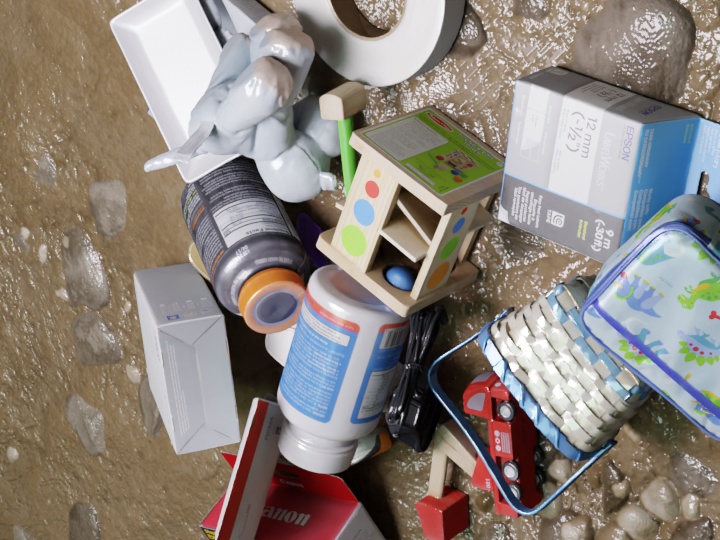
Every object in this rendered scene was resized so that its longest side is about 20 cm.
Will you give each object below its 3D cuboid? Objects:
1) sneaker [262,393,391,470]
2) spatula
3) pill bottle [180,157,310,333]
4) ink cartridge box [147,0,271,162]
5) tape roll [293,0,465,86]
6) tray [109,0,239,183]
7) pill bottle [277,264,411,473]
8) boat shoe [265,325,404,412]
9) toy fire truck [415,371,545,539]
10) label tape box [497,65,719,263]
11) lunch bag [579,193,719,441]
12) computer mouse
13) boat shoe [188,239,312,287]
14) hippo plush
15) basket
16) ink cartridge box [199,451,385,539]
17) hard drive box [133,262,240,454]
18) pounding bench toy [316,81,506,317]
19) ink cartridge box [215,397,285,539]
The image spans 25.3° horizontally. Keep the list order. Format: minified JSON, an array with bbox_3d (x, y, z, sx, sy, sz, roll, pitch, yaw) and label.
[{"bbox_3d":[-0.053,0.175,1.808,0.200,0.076,0.092,-7,97,41],"label":"sneaker"},{"bbox_3d":[0.000,0.000,1.720,0.200,0.021,0.057,31,138,26],"label":"spatula"},{"bbox_3d":[-0.118,-0.023,1.706,0.200,0.106,0.106,-117,37,-44],"label":"pill bottle"},{"bbox_3d":[-0.170,-0.227,1.767,0.200,0.041,0.200,42,130,22],"label":"ink cartridge box"},{"bbox_3d":[0.014,-0.283,1.583,0.203,0.037,0.203,18,118,37],"label":"tape roll"},{"bbox_3d":[-0.184,-0.205,1.725,0.107,0.022,0.200,-27,86,20],"label":"tray"},{"bbox_3d":[-0.023,0.104,1.647,0.112,0.112,0.200,32,118,28],"label":"pill bottle"},{"bbox_3d":[-0.038,0.104,1.764,0.200,0.069,0.071,20,119,35],"label":"boat shoe"},{"bbox_3d":[0.121,0.195,1.674,0.141,0.049,0.200,8,112,40],"label":"toy fire truck"},{"bbox_3d":[0.228,-0.085,1.453,0.200,0.066,0.144,26,123,34],"label":"label tape box"},{"bbox_3d":[0.303,0.047,1.397,0.200,0.082,0.161,42,129,-2],"label":"lunch bag"},{"bbox_3d":[0.056,0.106,1.639,0.046,0.200,0.141,16,79,14],"label":"computer mouse"},{"bbox_3d":[-0.132,0.008,1.803,0.200,0.076,0.072,21,123,36],"label":"boat shoe"},{"bbox_3d":[-0.077,-0.143,1.616,0.161,0.200,0.159,39,157,-24],"label":"hippo plush"},{"bbox_3d":[0.177,0.114,1.518,0.200,0.139,0.176,-39,78,23],"label":"basket"},{"bbox_3d":[-0.076,0.304,1.825,0.200,0.084,0.176,4,136,41],"label":"ink cartridge box"},{"bbox_3d":[-0.201,0.096,1.832,0.200,0.077,0.156,-131,33,-66],"label":"hard drive box"},{"bbox_3d":[0.027,-0.075,1.595,0.200,0.124,0.156,39,129,23],"label":"pounding bench toy"},{"bbox_3d":[-0.113,0.218,1.696,0.200,0.057,0.163,157,129,-81],"label":"ink cartridge box"}]
